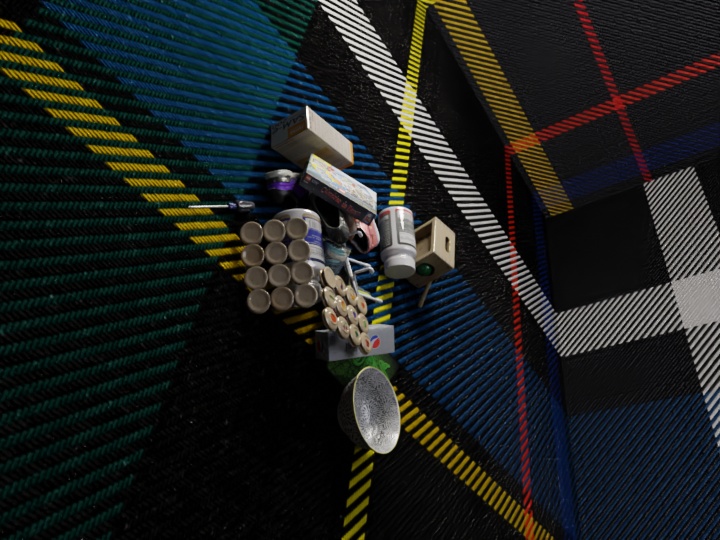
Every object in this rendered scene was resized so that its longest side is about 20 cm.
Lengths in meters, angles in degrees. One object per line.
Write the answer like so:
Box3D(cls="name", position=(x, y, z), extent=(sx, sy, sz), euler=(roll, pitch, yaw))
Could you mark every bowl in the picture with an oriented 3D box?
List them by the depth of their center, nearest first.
Box3D(cls="bowl", position=(0.005, 0.339, 1.400), extent=(0.200, 0.093, 0.203), euler=(37, 43, -45))

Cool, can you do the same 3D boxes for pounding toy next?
Box3D(cls="pounding toy", position=(0.218, -0.024, 1.907), extent=(0.142, 0.183, 0.202), euler=(35, 43, -27))

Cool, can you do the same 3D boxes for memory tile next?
Box3D(cls="memory tile", position=(-0.177, -0.012, 1.257), extent=(0.017, 0.151, 0.203), euler=(106, -24, -75))
Box3D(cls="memory tile", position=(-0.031, 0.091, 1.317), extent=(0.200, 0.017, 0.155), euler=(41, 35, -49))

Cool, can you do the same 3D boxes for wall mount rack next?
Box3D(cls="wall mount rack", position=(0.000, 0.000, 1.505), extent=(0.175, 0.074, 0.202), euler=(79, -5, -57))

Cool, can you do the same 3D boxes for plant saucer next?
Box3D(cls="plant saucer", position=(-0.053, -0.175, 1.574), extent=(0.200, 0.036, 0.203), euler=(-24, 91, -89))

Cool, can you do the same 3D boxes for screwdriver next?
Box3D(cls="screwdriver", position=(-0.290, -0.137, 1.245), extent=(0.199, 0.029, 0.028), euler=(-11, 82, -65))

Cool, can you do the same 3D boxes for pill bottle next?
Box3D(cls="pill bottle", position=(-0.141, -0.026, 1.344), extent=(0.119, 0.119, 0.203), euler=(22, 55, -52))
Box3D(cls="pill bottle", position=(0.114, -0.084, 1.811), extent=(0.114, 0.113, 0.203), euler=(31, 48, -48))

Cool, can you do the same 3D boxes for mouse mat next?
Box3D(cls="mouse mat", position=(0.009, 0.241, 1.480), extent=(0.161, 0.007, 0.201), euler=(-52, 122, -25))

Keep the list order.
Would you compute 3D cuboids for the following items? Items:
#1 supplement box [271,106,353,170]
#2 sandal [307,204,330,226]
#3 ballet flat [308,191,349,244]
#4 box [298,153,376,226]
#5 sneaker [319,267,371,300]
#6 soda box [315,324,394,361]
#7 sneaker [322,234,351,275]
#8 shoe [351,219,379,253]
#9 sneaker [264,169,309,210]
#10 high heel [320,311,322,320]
Box3D(cls="supplement box", position=(-0.124, -0.329, 1.543), extent=(0.199, 0.125, 0.075), euler=(29, 50, -50))
Box3D(cls="sandal", position=(-0.110, -0.150, 1.533), extent=(0.213, 0.069, 0.078), euler=(-103, 176, -57))
Box3D(cls="ballet flat", position=(-0.074, -0.144, 1.407), extent=(0.057, 0.066, 0.201), euler=(83, -18, -49))
Box3D(cls="box", position=(-0.052, -0.201, 1.446), extent=(0.198, 0.038, 0.137), euler=(30, 27, -14))
Box3D(cls="sneaker", position=(-0.038, 0.037, 1.532), extent=(0.199, 0.073, 0.082), euler=(29, 46, -52))
Box3D(cls="soda box", position=(-0.012, 0.172, 1.415), extent=(0.198, 0.063, 0.069), euler=(-3, 92, -36))
Box3D(cls="sneaker", position=(-0.090, -0.038, 1.441), extent=(0.077, 0.087, 0.200), euler=(19, 7, -19))
Box3D(cls="shoe", position=(-0.005, -0.150, 1.691), extent=(0.202, 0.071, 0.091), euler=(69, 24, -11))
Box3D(cls="sneaker", position=(-0.164, -0.192, 1.466), extent=(0.199, 0.069, 0.101), euler=(-8, 88, -57))
Box3D(cls="high heel", position=(-0.036, 0.160, 1.467), extent=(0.200, 0.067, 0.097), euler=(45, 27, -58))
